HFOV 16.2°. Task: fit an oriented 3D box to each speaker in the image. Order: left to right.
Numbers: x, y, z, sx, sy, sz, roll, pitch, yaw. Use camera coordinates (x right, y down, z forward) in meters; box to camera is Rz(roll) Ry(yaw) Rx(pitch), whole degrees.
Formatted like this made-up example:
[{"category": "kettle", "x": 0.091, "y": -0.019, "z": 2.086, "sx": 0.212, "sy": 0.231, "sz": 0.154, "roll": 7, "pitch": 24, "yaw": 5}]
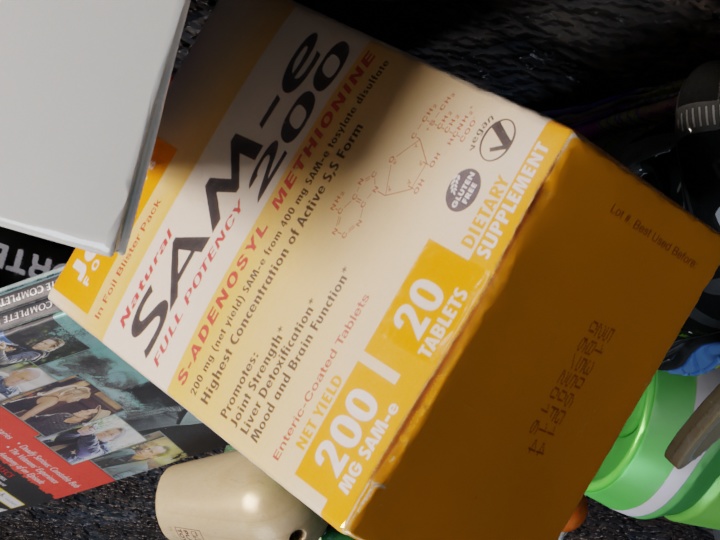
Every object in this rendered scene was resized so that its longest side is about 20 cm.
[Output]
[{"category": "speaker", "x": 0.175, "y": 0.065, "z": 0.964, "sx": 0.199, "sy": 0.089, "sz": 0.088, "roll": 13, "pitch": 162, "yaw": -24}]

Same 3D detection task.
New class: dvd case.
[{"category": "dvd case", "x": -0.093, "y": 0.039, "z": 0.954, "sx": 0.199, "sy": 0.022, "sz": 0.146, "roll": -18, "pitch": 152, "yaw": 15}]

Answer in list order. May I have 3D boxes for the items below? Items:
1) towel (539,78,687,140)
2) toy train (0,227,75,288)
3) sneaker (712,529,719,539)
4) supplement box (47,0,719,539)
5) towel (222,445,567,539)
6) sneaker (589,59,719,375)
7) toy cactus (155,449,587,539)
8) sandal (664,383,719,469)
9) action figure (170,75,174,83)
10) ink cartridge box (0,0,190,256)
[{"category": "towel", "x": 0.129, "y": -0.028, "z": 0.867, "sx": 0.143, "sy": 0.023, "sz": 0.200, "roll": 25, "pitch": 157, "yaw": -32}, {"category": "toy train", "x": -0.141, "y": 0.001, "z": 1.037, "sx": 0.199, "sy": 0.086, "sz": 0.114, "roll": 17, "pitch": 172, "yaw": -15}, {"category": "sneaker", "x": 0.191, "y": 0.119, "z": 1.130, "sx": 0.074, "sy": 0.082, "sz": 0.200, "roll": 11, "pitch": 160, "yaw": 5}, {"category": "supplement box", "x": 0.000, "y": 0.000, "z": 0.762, "sx": 0.073, "sy": 0.126, "sz": 0.200, "roll": 30, "pitch": 180, "yaw": -35}, {"category": "towel", "x": 0.013, "y": 0.095, "z": 1.055, "sx": 0.149, "sy": 0.031, "sz": 0.200, "roll": 24, "pitch": 130, "yaw": 4}, {"category": "sneaker", "x": 0.091, "y": -0.011, "z": 0.799, "sx": 0.082, "sy": 0.071, "sz": 0.200, "roll": 8, "pitch": 163, "yaw": -4}, {"category": "toy cactus", "x": -0.001, "y": 0.096, "z": 0.969, "sx": 0.164, "sy": 0.103, "sz": 0.200, "roll": -5, "pitch": 150, "yaw": 27}, {"category": "sandal", "x": 0.172, "y": 0.010, "z": 0.723, "sx": 0.070, "sy": 0.078, "sz": 0.212, "roll": 45, "pitch": 122, "yaw": 12}, {"category": "action figure", "x": -0.128, "y": -0.023, "z": 0.858, "sx": 0.199, "sy": 0.099, "sz": 0.065, "roll": 4, "pitch": 161, "yaw": -19}, {"category": "ink cartridge box", "x": -0.151, "y": -0.083, "z": 0.723, "sx": 0.199, "sy": 0.083, "sz": 0.146, "roll": 16, "pitch": -169, "yaw": -9}]
